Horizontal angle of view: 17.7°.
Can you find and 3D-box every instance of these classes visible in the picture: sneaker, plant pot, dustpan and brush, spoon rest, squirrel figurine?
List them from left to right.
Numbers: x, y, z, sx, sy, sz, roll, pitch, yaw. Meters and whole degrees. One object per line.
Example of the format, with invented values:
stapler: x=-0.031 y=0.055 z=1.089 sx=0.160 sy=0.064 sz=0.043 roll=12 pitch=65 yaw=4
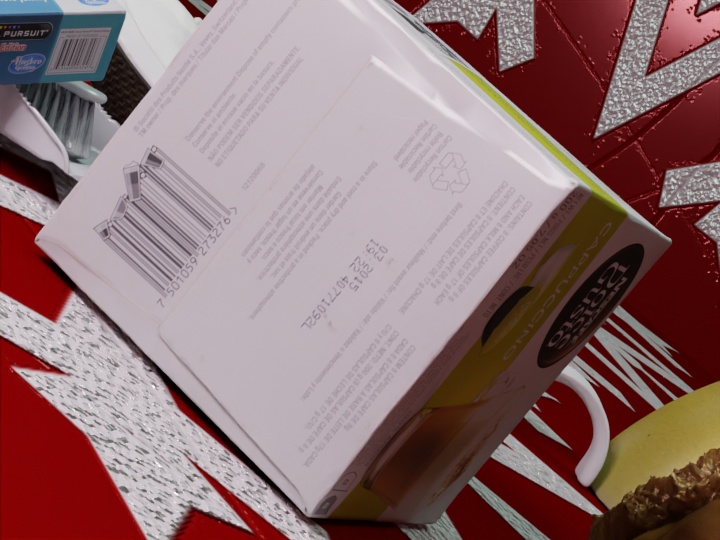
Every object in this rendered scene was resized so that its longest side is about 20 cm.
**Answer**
dustpan and brush: x=-0.203 y=-0.121 z=1.282 sx=0.200 sy=0.057 sz=0.140 roll=31 pitch=7 yaw=10
sneaker: x=-0.109 y=-0.106 z=1.373 sx=0.085 sy=0.073 sz=0.200 roll=-10 pitch=70 yaw=-40
spoon rest: x=0.107 y=0.071 z=1.690 sx=0.200 sy=0.061 sz=0.099 roll=40 pitch=8 yaw=-7
plant pot: x=0.286 y=0.160 z=1.734 sx=0.200 sy=0.142 sz=0.200 roll=39 pitch=8 yaw=-6
squirrel figurine: x=0.225 y=0.151 z=1.334 sx=0.141 sy=0.187 sz=0.200 roll=36 pitch=9 yaw=-25

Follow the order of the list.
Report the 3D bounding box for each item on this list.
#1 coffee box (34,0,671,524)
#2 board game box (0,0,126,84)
coffee box: x=0.002 y=-0.014 z=1.154 sx=0.200 sy=0.200 sz=0.198 roll=43 pitch=8 yaw=20
board game box: x=-0.242 y=-0.171 z=1.227 sx=0.151 sy=0.047 sz=0.200 roll=-7 pitch=42 yaw=-44
